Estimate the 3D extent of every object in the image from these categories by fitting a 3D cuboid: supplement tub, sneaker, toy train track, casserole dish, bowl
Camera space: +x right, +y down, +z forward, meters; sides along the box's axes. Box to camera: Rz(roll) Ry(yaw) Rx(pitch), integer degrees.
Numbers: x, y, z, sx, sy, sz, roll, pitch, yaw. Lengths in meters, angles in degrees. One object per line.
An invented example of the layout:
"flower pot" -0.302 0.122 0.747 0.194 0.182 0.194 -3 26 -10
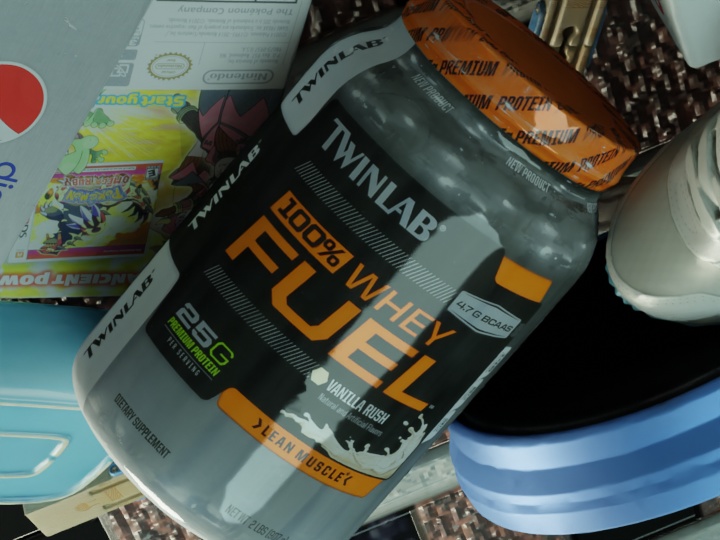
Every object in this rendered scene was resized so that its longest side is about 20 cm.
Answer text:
"supplement tub" 0.000 0.000 1.031 0.122 0.123 0.200 28 109 -40
"sneaker" 0.148 -0.047 0.949 0.081 0.077 0.200 8 146 -44
"toy train track" -0.048 0.056 1.193 0.200 0.033 0.115 -23 145 8
"toy train track" 0.072 -0.049 1.125 0.115 0.033 0.200 -3 132 -21
"casserole dish" -0.163 0.054 1.103 0.200 0.039 0.121 6 149 -32
"bowl" 0.120 0.024 1.063 0.200 0.201 0.039 -27 108 4

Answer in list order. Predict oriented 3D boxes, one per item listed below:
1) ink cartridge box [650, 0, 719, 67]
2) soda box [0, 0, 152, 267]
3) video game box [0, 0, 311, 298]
"ink cartridge box" 0.099 -0.187 0.929 0.084 0.146 0.200 -23 137 2
"soda box" -0.142 -0.048 0.958 0.068 0.063 0.200 13 125 -30
"video game box" -0.124 -0.068 1.025 0.200 0.047 0.182 0 130 -23
